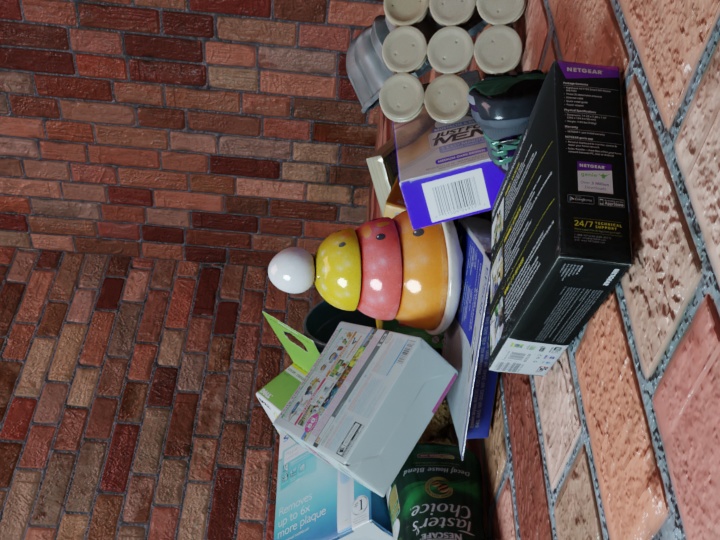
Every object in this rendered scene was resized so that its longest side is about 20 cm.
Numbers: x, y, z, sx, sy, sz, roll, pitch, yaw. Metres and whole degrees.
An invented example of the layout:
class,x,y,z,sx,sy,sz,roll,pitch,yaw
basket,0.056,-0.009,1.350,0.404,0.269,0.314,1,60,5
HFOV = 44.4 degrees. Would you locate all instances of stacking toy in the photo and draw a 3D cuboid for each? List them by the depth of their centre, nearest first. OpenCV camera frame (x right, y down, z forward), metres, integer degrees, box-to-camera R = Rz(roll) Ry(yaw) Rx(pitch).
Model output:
class,x,y,z,sx,sy,sz,roll,pitch,yaw
stacking toy,0.000,0.000,0.946,0.146,0.197,0.148,177,90,-76

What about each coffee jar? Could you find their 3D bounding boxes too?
class,x,y,z,sx,sy,sz,roll,pitch,yaw
coffee jar,0.078,0.265,0.865,0.201,0.103,0.086,-92,7,-59

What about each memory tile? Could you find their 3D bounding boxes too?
class,x,y,z,sx,sy,sz,roll,pitch,yaw
memory tile,0.095,-0.251,0.910,0.017,0.151,0.203,15,-102,-72

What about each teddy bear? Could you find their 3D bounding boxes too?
class,x,y,z,sx,sy,sz,roll,pitch,yaw
teddy bear,0.075,0.187,1.121,0.146,0.066,0.201,54,154,19

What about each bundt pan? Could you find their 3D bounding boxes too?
class,x,y,z,sx,sy,sz,roll,pitch,yaw
bundt pan,0.063,-0.272,1.023,0.076,0.201,0.202,55,-179,-6

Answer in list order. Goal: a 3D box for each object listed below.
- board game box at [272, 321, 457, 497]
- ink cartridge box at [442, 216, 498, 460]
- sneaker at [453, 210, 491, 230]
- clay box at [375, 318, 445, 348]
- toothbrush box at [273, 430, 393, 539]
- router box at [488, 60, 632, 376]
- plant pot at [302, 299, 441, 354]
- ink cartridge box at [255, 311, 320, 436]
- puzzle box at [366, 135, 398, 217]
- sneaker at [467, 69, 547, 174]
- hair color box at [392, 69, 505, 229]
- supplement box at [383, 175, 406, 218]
class,x,y,z,sx,sy,sz,roll,pitch,yaw
board game box,0.000,0.140,0.952,0.148,0.064,0.199,-55,23,-13
ink cartridge box,0.122,0.062,0.912,0.200,0.046,0.200,-103,19,-73
sneaker,0.105,-0.053,1.050,0.113,0.076,0.202,-88,4,-52
clay box,0.076,0.043,1.126,0.200,0.113,0.048,-98,13,-73
toothbrush box,-0.020,0.248,1.029,0.085,0.146,0.201,42,-150,-31
router box,0.137,-0.028,0.641,0.201,0.050,0.151,101,175,-64
plant pot,0.029,0.145,1.285,0.201,0.197,0.190,-93,-6,-67
ink cartridge box,-0.085,0.170,1.199,0.147,0.075,0.201,24,146,54
puzzle box,0.066,-0.089,1.293,0.133,0.025,0.202,-46,-56,-60
sneaker,0.133,-0.118,0.736,0.200,0.073,0.089,-49,-45,-70
hair color box,0.094,-0.136,0.952,0.201,0.108,0.065,-92,-14,-55
supplement box,0.083,-0.109,1.207,0.201,0.066,0.069,-67,-13,-49
